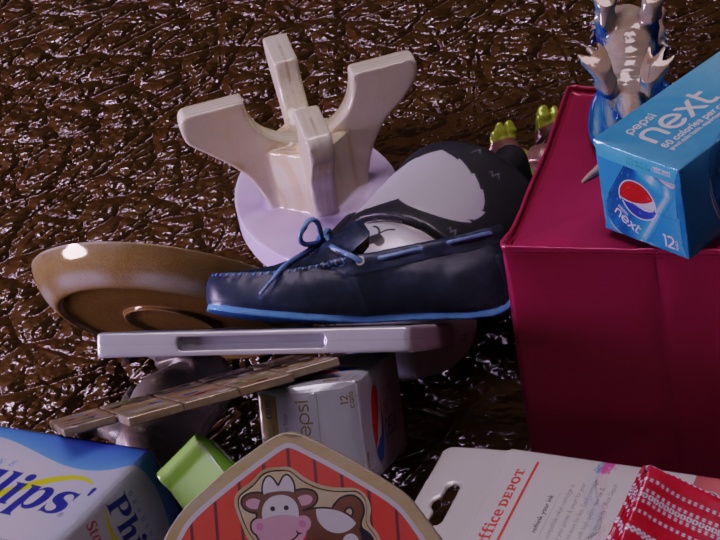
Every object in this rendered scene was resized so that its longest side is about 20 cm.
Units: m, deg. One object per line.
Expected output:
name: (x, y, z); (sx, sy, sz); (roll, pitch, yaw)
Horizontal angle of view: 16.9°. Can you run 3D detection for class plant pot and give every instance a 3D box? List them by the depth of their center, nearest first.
plant pot: (-0.128, 0.026, 1.659); (0.200, 0.200, 0.028); (2, 71, 19)

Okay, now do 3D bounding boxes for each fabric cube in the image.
fabric cube: (0.212, 0.016, 1.530); (0.200, 0.200, 0.196); (2, 36, 20)

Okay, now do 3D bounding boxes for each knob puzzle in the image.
knob puzzle: (-0.034, 0.191, 1.358); (0.219, 0.220, 0.030); (-6, -3, 8)

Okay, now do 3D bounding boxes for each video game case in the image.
video game case: (-0.051, 0.045, 1.548); (0.200, 0.018, 0.143); (-1, 0, 13)

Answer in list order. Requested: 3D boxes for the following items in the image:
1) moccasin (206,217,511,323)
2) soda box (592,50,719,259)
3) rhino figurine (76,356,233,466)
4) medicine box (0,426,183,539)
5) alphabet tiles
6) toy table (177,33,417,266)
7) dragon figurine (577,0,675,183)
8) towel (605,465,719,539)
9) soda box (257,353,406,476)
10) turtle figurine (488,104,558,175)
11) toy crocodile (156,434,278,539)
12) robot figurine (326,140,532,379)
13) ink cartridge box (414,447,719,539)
moccasin: (0.000, 0.000, 1.563); (0.200, 0.068, 0.080); (-1, -1, -5)
soda box: (0.230, -0.089, 1.442); (0.200, 0.064, 0.068); (-35, 40, -31)
rhino figurine: (-0.144, 0.117, 1.611); (0.087, 0.060, 0.200); (-2, 38, 21)
medicine box: (-0.227, 0.194, 1.449); (0.182, 0.103, 0.200); (4, 38, 40)
alphabet tiles: (-0.104, 0.076, 1.482); (0.167, 0.008, 0.200); (-15, 1, -11)
toy table: (-0.038, -0.091, 1.842); (0.184, 0.117, 0.200); (-21, 33, -15)
dragon figurine: (0.168, -0.113, 1.501); (0.059, 0.100, 0.200); (-4, 53, 9)
towel: (0.182, 0.211, 1.313); (0.144, 0.022, 0.200); (26, 58, 5)
soda box: (-0.016, 0.094, 1.520); (0.064, 0.068, 0.200); (-6, 3, 7)
turtle figurine: (0.186, -0.085, 1.812); (0.200, 0.065, 0.161); (-35, 33, -30)
toy crocodile: (-0.041, 0.180, 1.401); (0.067, 0.200, 0.062); (-40, -2, 16)
robot figurine: (0.053, -0.013, 1.686); (0.125, 0.150, 0.200); (44, 47, -2)
ink cartridge box: (0.127, 0.173, 1.439); (0.200, 0.068, 0.117); (7, 37, 23)
